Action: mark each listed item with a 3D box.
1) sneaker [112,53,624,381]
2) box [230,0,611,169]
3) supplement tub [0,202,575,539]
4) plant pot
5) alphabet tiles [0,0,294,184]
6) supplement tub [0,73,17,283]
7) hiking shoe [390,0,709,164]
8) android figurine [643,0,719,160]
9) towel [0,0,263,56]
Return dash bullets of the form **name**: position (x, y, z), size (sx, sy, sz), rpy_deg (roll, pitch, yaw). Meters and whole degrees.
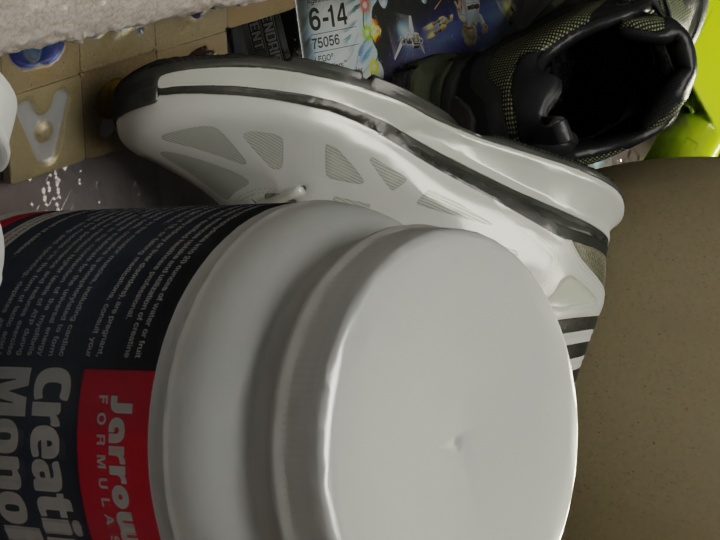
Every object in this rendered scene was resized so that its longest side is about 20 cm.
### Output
- **sneaker**: position (0.000, 0.000, 0.855), size (0.199, 0.076, 0.116), rpy_deg (17, 72, -21)
- **box**: position (0.028, -0.090, 0.995), size (0.199, 0.040, 0.138), rpy_deg (-18, 103, -49)
- **supplement tub**: position (-0.047, 0.050, 0.766), size (0.140, 0.199, 0.141), rpy_deg (1, 89, -50)
- **plant pot**: position (0.093, 0.041, 0.982), size (0.134, 0.200, 0.202), rpy_deg (12, 78, -12)
- **alphabet tiles**: position (-0.087, -0.134, 0.826), size (0.166, 0.006, 0.201), rpy_deg (-22, 123, -38)
- **supplement tub**: position (-0.179, 0.030, 0.665), size (0.140, 0.140, 0.201), rpy_deg (30, 68, -46)
- **hiking shoe**: position (0.102, -0.079, 0.974), size (0.200, 0.100, 0.076), rpy_deg (-37, 119, -43)
- **android figurine**: position (0.170, -0.131, 1.166), size (0.182, 0.041, 0.201), rpy_deg (53, 52, -35)
- **towel**: position (-0.091, -0.139, 0.789), size (0.199, 0.034, 0.133), rpy_deg (-20, 121, -38)
